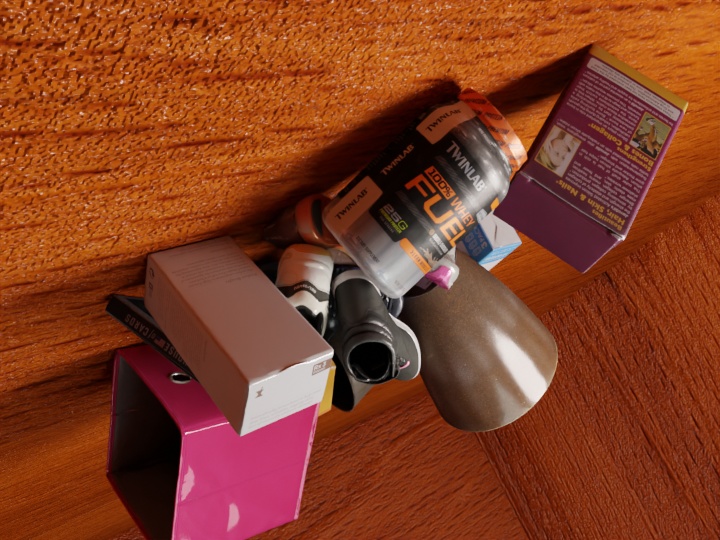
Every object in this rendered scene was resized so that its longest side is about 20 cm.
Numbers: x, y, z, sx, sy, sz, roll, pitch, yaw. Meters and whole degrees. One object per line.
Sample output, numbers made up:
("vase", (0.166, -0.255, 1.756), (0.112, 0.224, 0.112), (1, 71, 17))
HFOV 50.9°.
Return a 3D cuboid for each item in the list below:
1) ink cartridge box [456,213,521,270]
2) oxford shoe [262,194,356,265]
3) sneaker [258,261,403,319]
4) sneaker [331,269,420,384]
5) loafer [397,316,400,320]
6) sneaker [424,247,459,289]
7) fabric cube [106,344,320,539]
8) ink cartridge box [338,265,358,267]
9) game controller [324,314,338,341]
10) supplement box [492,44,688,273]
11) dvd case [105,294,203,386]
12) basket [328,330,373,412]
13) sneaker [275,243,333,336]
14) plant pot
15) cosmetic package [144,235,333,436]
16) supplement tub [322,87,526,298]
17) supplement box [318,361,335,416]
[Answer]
("ink cartridge box", (0.122, -0.031, 1.082), (0.067, 0.117, 0.200), (-13, 158, -40))
("oxford shoe", (-0.042, -0.041, 0.878), (0.071, 0.073, 0.199), (-15, 164, 22))
("sneaker", (-0.041, 0.020, 0.924), (0.194, 0.068, 0.078), (5, -166, 10))
("sneaker", (0.022, 0.098, 0.853), (0.069, 0.101, 0.201), (-18, 138, 13))
("loafer", (0.042, 0.059, 1.060), (0.067, 0.077, 0.198), (-35, 155, 22))
("sneaker", (0.079, -0.056, 0.894), (0.080, 0.201, 0.089), (29, 111, -25))
("fabric cube", (-0.194, 0.215, 0.977), (0.196, 0.195, 0.205), (-7, 118, -39))
("ink cartridge box", (0.000, 0.000, 1.053), (0.114, 0.068, 0.201), (-26, 165, -13))
("game controller", (-0.094, 0.084, 1.107), (0.102, 0.043, 0.200), (23, 149, -9))
("supplement box", (0.256, -0.124, 0.847), (0.202, 0.129, 0.104), (-55, 175, -22))
("dvd case", (-0.175, 0.081, 0.859), (0.025, 0.148, 0.199), (-60, 161, 3))
("basket", (0.007, 0.096, 1.219), (0.198, 0.182, 0.136), (-30, 171, -31))
("sneaker", (-0.074, 0.062, 0.835), (0.073, 0.089, 0.202), (6, 143, -3))
("plant pot", (0.130, 0.068, 0.977), (0.184, 0.189, 0.201), (-31, 120, 11))
("cosmetic package", (-0.124, 0.056, 0.742), (0.100, 0.200, 0.075), (-15, 137, -36))
("supplement tub", (0.066, -0.080, 0.772), (0.200, 0.123, 0.122), (-43, 164, 3))
("supplement box", (-0.080, 0.161, 1.099), (0.065, 0.070, 0.201), (-23, 159, -15))
